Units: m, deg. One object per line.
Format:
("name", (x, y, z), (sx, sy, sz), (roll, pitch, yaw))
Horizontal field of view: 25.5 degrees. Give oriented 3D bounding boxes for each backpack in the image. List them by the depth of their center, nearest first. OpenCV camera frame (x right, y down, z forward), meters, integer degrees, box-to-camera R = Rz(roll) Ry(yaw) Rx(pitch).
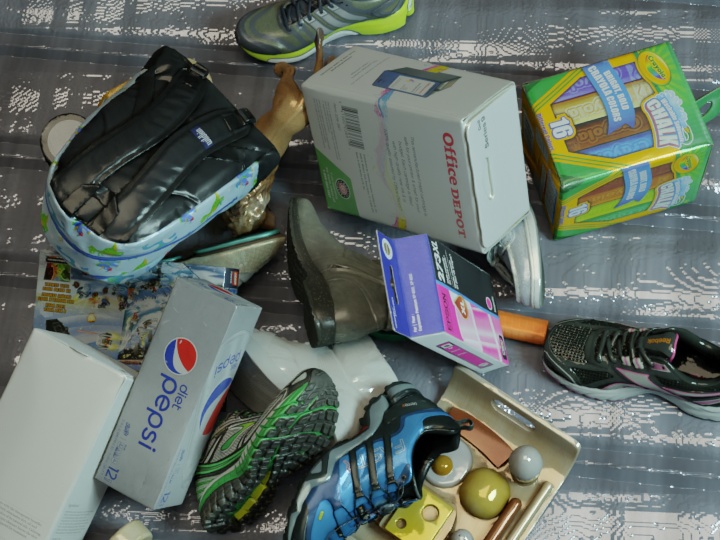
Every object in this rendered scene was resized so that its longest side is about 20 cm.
("backpack", (-0.201, -0.082, 1.466), (0.163, 0.154, 0.200), (42, 46, 1))

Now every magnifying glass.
("magnifying glass", (0.085, 0.042, 1.564), (0.198, 0.022, 0.080), (11, 66, 10))

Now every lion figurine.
("lion figurine", (-0.085, -0.135, 1.582), (0.072, 0.201, 0.123), (22, 35, -7))

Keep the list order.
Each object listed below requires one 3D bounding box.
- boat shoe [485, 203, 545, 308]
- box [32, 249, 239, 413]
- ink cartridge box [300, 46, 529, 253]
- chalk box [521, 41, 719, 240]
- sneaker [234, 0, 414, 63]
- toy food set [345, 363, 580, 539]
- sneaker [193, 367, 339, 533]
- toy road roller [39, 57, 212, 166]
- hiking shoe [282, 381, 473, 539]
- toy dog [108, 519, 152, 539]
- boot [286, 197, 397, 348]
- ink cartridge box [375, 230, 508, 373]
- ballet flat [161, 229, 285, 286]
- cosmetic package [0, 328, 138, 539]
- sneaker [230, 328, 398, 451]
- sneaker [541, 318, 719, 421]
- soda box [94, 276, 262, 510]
("boat shoe", (0.138, -0.048, 1.574), (0.064, 0.075, 0.204), (-15, 61, 3))
("box", (-0.217, 0.057, 1.516), (0.198, 0.040, 0.139), (6, 89, 18))
("ink cartridge box", (0.054, -0.116, 1.515), (0.199, 0.147, 0.087), (19, 44, 38))
("chalk box", (0.269, -0.131, 1.573), (0.198, 0.125, 0.125), (-16, 65, -2))
("sneaker", (-0.040, -0.282, 1.683), (0.198, 0.081, 0.075), (-20, 65, -6))
("toy food set", (0.092, 0.204, 1.465), (0.143, 0.061, 0.201), (32, 71, 16))
("sneaker", (-0.096, 0.151, 1.445), (0.200, 0.078, 0.086), (-46, 53, 29))
("toy road roller", (-0.214, -0.103, 1.594), (0.199, 0.123, 0.147), (-33, 79, -11))
("hiking shoe", (0.010, 0.189, 1.423), (0.086, 0.075, 0.201), (26, 70, 35))
("toy dog", (-0.236, 0.311, 1.416), (0.131, 0.097, 0.201), (22, 69, 13))
("boot", (0.000, 0.000, 1.549), (0.129, 0.068, 0.201), (-7, 42, -11))
("ink cartridge box", (0.077, 0.028, 1.454), (0.037, 0.199, 0.096), (-19, 68, 24))
("ballet flat", (-0.165, 0.009, 1.579), (0.197, 0.067, 0.063), (-13, 91, 2))
("cosmetic package", (-0.283, 0.167, 1.457), (0.107, 0.085, 0.202), (27, 89, 17))
("sneaker", (-0.052, 0.091, 1.530), (0.115, 0.074, 0.199), (-32, 53, -34))
("sneaker", (0.272, 0.077, 1.498), (0.197, 0.087, 0.081), (9, 64, 8))
("soda box", (-0.163, 0.111, 1.441), (0.068, 0.063, 0.202), (24, 95, 18))
